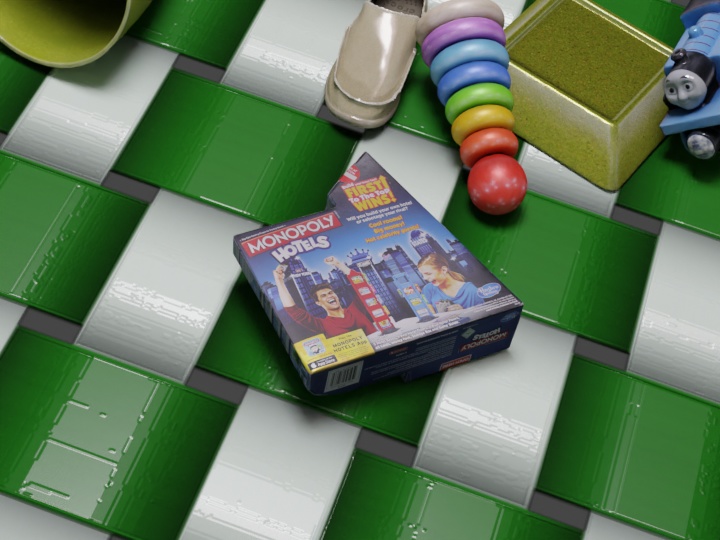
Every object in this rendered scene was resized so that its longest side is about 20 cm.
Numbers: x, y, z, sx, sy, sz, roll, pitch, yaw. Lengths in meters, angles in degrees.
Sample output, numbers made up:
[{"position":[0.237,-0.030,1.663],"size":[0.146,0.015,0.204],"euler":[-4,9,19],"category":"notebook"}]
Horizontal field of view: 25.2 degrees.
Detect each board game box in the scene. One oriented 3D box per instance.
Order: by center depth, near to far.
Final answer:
[{"position":[0.000,0.000,1.348],"size":[0.198,0.062,0.201],"euler":[-16,54,-23],"category":"board game box"}]

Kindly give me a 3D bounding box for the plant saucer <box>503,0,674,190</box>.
[{"position":[0.216,-0.193,1.564],"size":[0.199,0.048,0.200],"euler":[34,52,16],"category":"plant saucer"}]

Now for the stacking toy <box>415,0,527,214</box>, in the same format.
[{"position":[0.107,-0.144,1.471],"size":[0.085,0.085,0.202],"euler":[-4,69,-15],"category":"stacking toy"}]

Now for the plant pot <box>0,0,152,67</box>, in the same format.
[{"position":[-0.244,-0.313,1.502],"size":[0.186,0.188,0.200],"euler":[26,35,11],"category":"plant pot"}]

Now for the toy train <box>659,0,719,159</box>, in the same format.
[{"position":[0.346,-0.196,1.542],"size":[0.115,0.086,0.200],"euler":[54,50,-23],"category":"toy train"}]

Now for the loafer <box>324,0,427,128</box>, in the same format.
[{"position":[0.017,-0.216,1.528],"size":[0.075,0.069,0.201],"euler":[16,49,2],"category":"loafer"}]
